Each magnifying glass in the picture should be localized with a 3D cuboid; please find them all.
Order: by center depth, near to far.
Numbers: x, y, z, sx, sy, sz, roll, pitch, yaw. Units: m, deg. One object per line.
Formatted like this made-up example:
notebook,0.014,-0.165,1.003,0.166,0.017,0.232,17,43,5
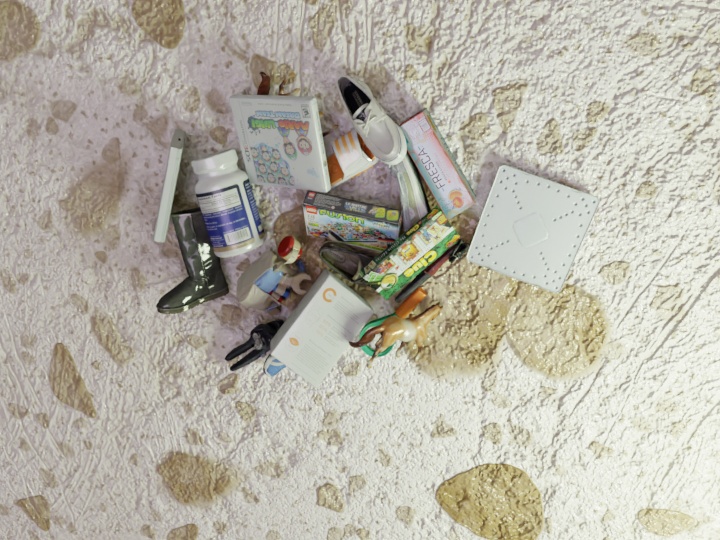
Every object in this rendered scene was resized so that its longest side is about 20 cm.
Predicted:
magnifying glass,0.070,0.112,1.306,0.079,0.022,0.201,40,112,-3

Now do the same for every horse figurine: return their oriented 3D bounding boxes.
horse figurine,-0.139,-0.297,1.191,0.132,0.050,0.200,-36,104,31
horse figurine,0.078,0.134,1.233,0.197,0.050,0.134,0,127,-34

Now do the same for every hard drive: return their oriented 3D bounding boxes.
hard drive,-0.398,-0.178,1.257,0.026,0.132,0.203,12,114,-18

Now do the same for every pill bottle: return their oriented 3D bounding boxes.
pill bottle,-0.275,-0.140,1.248,0.113,0.116,0.204,-9,107,16

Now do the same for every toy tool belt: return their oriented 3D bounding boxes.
toy tool belt,-0.168,0.018,1.293,0.122,0.126,0.199,32,121,-34

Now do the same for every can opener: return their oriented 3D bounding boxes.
can opener,-0.246,0.180,1.378,0.199,0.078,0.064,-40,70,32

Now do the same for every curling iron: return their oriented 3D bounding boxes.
curling iron,0.142,0.003,1.237,0.199,0.050,0.026,-39,98,25

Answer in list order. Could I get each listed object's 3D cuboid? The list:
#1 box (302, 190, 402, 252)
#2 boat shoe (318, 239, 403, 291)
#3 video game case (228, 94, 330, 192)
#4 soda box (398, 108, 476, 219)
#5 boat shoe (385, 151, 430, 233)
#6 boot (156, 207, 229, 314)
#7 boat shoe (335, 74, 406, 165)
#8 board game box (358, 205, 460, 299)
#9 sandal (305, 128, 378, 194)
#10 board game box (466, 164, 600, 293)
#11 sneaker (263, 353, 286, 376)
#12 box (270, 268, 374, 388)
box,-0.016,-0.095,1.214,0.196,0.035,0.111,13,149,9
boat shoe,0.000,0.000,1.258,0.196,0.065,0.074,21,111,4
video game case,-0.157,-0.249,1.181,0.196,0.024,0.185,10,126,27
soda box,0.146,-0.204,1.149,0.063,0.068,0.202,-27,100,21
boat shoe,0.085,-0.170,1.175,0.064,0.075,0.205,-17,112,15
boot,-0.375,-0.025,1.301,0.072,0.180,0.204,27,132,46
boat shoe,0.015,-0.282,1.108,0.071,0.065,0.203,-34,69,24
board game box,0.099,-0.031,1.192,0.199,0.024,0.105,-41,139,9
sandal,-0.041,-0.214,1.182,0.205,0.059,0.080,-35,71,22
board game box,0.330,-0.081,1.172,0.196,0.026,0.204,20,112,6
sneaker,-0.147,0.179,1.352,0.077,0.076,0.200,42,114,0
box,-0.083,0.118,1.260,0.124,0.097,0.201,38,92,-12
